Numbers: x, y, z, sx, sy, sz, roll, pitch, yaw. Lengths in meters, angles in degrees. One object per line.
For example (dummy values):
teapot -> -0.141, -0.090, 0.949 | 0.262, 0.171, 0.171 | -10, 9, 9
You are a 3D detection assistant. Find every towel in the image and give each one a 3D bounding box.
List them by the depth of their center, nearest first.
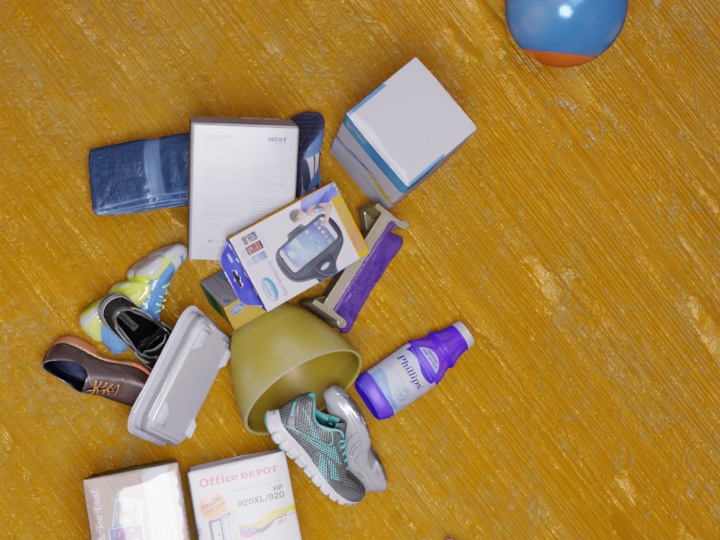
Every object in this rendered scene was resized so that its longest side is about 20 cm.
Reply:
towel -> -0.320, -0.148, 1.537 | 0.199, 0.049, 0.112 | -7, 86, 10

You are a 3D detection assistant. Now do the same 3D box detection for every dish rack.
dish rack -> -0.255, 0.164, 1.475 | 0.043, 0.172, 0.201 | 20, 76, 18

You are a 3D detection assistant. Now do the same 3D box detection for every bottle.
bottle -> 0.090, 0.154, 1.596 | 0.199, 0.065, 0.084 | -32, 87, -14

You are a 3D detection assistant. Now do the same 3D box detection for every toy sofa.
toy sofa -> 0.000, 0.000, 1.585 | 0.097, 0.083, 0.201 | 36, 77, -16

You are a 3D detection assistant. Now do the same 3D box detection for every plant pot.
plant pot -> -0.118, 0.131, 1.514 | 0.199, 0.200, 0.142 | -28, 62, -13

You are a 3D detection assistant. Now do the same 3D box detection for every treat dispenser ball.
treat dispenser ball -> 0.341, -0.440, 1.664 | 0.199, 0.201, 0.202 | 2, 81, -10

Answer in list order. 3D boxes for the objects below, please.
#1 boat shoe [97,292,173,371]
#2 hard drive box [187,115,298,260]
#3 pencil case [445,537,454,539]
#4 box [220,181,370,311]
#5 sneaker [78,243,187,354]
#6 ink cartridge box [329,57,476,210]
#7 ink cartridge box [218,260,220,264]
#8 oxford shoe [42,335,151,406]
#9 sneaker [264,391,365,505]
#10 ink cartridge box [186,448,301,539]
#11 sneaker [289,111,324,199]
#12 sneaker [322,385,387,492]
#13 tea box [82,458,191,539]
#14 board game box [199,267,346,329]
boat shoe -> -0.305, 0.110, 1.482 | 0.071, 0.064, 0.200 | -52, 130, -8
hard drive box -> -0.175, -0.120, 1.474 | 0.155, 0.077, 0.201 | 1, 106, -12
pencil case -> 0.111, 0.512, 1.538 | 0.087, 0.087, 0.200 | 40, 76, -3
box -> -0.098, -0.030, 1.440 | 0.199, 0.041, 0.120 | -31, 101, -16
sneaker -> -0.329, 0.049, 1.540 | 0.200, 0.076, 0.105 | -40, 110, -16
ink cartridge box -> 0.060, -0.204, 1.576 | 0.147, 0.200, 0.146 | -40, 89, -14
ink cartridge box -> -0.201, -0.111, 1.583 | 0.103, 0.059, 0.201 | -16, 84, -10
oxford shoe -> -0.378, 0.169, 1.491 | 0.199, 0.073, 0.072 | 23, 113, -1
sneaker -> -0.047, 0.258, 1.456 | 0.091, 0.078, 0.200 | -39, 111, 7
ink cartridge box -> -0.168, 0.375, 1.473 | 0.146, 0.145, 0.201 | -10, 83, -11
sneaker -> -0.099, -0.164, 1.611 | 0.073, 0.082, 0.201 | 4, 62, 21
sneaker -> -0.029, 0.270, 1.526 | 0.099, 0.078, 0.201 | -22, 112, -4
tea box -> -0.309, 0.379, 1.420 | 0.133, 0.197, 0.201 | -9, 84, -12
board game box -> -0.134, 0.006, 1.532 | 0.199, 0.153, 0.041 | -29, 113, -13
